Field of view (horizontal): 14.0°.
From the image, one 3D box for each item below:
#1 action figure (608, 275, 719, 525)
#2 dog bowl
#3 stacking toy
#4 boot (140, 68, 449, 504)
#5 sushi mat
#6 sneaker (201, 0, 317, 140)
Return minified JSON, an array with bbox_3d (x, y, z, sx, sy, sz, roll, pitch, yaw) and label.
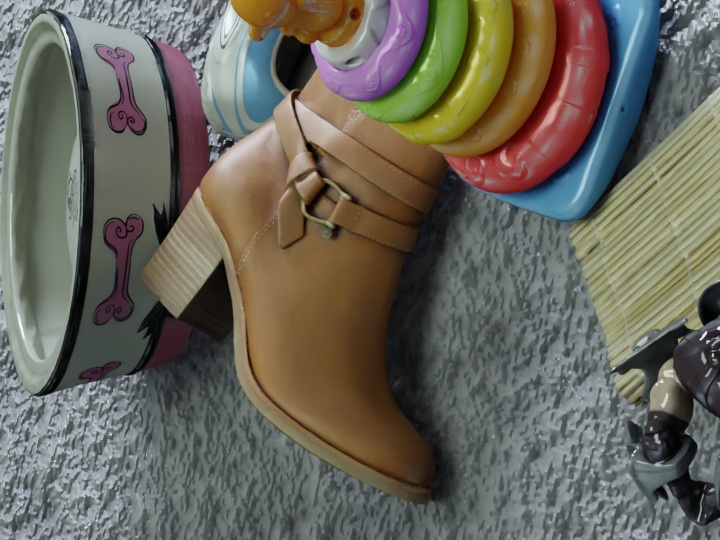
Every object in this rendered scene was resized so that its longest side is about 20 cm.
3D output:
[{"bbox_3d":[0.160,0.073,1.149,0.130,0.069,0.200,-39,36,33],"label":"action figure"},{"bbox_3d":[-0.133,-0.034,1.529,0.200,0.074,0.201,-179,90,-72],"label":"dog bowl"},{"bbox_3d":[0.021,-0.101,1.281,0.110,0.200,0.116,26,100,52],"label":"stacking toy"},{"bbox_3d":[0.000,0.000,1.390,0.200,0.074,0.155,44,98,24],"label":"boot"},{"bbox_3d":[0.162,-0.036,1.237,0.200,0.012,0.096,-45,48,37],"label":"sushi mat"},{"bbox_3d":[-0.031,-0.160,1.486,0.072,0.072,0.201,4,78,18],"label":"sneaker"}]
